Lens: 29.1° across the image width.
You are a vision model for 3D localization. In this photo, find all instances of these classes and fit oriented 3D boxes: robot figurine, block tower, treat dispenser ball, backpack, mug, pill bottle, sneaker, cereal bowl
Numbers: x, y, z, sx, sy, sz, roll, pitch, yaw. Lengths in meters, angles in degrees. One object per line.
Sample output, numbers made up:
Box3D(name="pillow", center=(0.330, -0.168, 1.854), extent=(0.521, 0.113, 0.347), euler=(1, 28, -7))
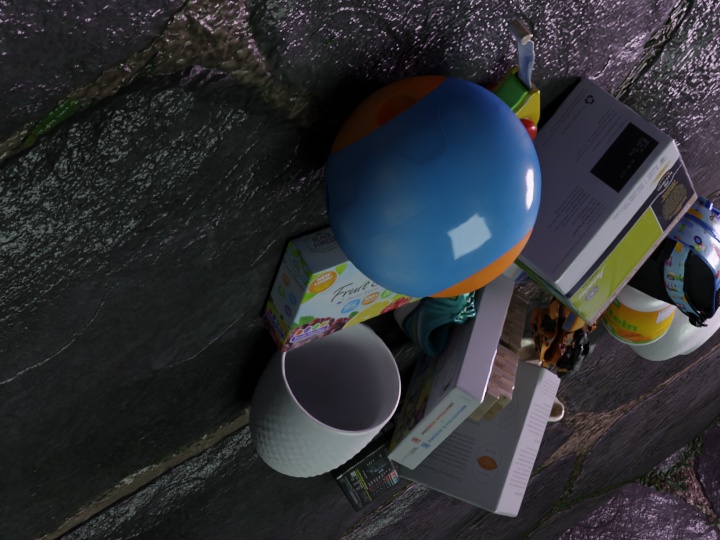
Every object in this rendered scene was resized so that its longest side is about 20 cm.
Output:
Box3D(name="robot figurine", center=(0.271, 0.042, 1.796), extent=(0.057, 0.146, 0.202), euler=(8, 130, -13))
Box3D(name="block tower", center=(0.169, 0.104, 1.770), extent=(0.058, 0.054, 0.201), euler=(-51, -167, 41))
Box3D(name="treat dispenser ball", center=(0.065, -0.076, 1.264), extent=(0.199, 0.202, 0.202), euler=(-29, 155, -15))
Box3D(name="backpack", center=(0.405, -0.041, 1.815), extent=(0.135, 0.181, 0.200), euler=(-58, 157, -14))
Box3D(name="mug", center=(-0.043, 0.142, 1.612), extent=(0.201, 0.147, 0.176), euler=(-56, -178, -40))
Box3D(name="pill bottle", center=(0.411, 0.022, 2.020), extent=(0.110, 0.112, 0.201), euler=(-31, 156, -10))
Box3D(name="sneaker", center=(0.115, 0.022, 1.659), extent=(0.077, 0.080, 0.201), euler=(-14, 147, -39))
Box3D(name="cereal bowl", center=(0.516, 0.072, 2.200), extent=(0.200, 0.083, 0.200), euler=(-44, 180, 0))

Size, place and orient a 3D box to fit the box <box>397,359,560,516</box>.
Box3D(name="box", center=(0.162, 0.211, 1.877), extent=(0.106, 0.151, 0.203), euler=(29, 80, -65))

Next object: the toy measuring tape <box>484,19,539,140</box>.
Box3D(name="toy measuring tape", center=(0.138, -0.167, 1.362), extent=(0.073, 0.074, 0.200), euler=(-33, 156, -7))

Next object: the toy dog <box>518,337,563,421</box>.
Box3D(name="toy dog", center=(0.186, 0.221, 2.053), extent=(0.191, 0.141, 0.201), euler=(-7, 145, -25))

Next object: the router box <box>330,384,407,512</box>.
Box3D(name="router box", center=(0.025, 0.257, 1.984), extent=(0.149, 0.062, 0.200), euler=(-34, 156, -7))

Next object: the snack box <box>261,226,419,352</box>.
Box3D(name="snack box", center=(0.000, 0.000, 1.495), extent=(0.198, 0.053, 0.143), euler=(-21, 151, -31))

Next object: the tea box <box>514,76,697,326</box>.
Box3D(name="tea box", center=(0.257, -0.072, 1.562), extent=(0.201, 0.133, 0.197), euler=(-50, 153, 0))

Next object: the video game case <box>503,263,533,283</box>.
Box3D(name="video game case", center=(0.248, -0.056, 1.768), extent=(0.181, 0.024, 0.201), euler=(-9, 143, -47))

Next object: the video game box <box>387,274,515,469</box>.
Box3D(name="video game box", center=(0.112, 0.122, 1.716), extent=(0.182, 0.046, 0.201), euler=(-49, -165, 47))
